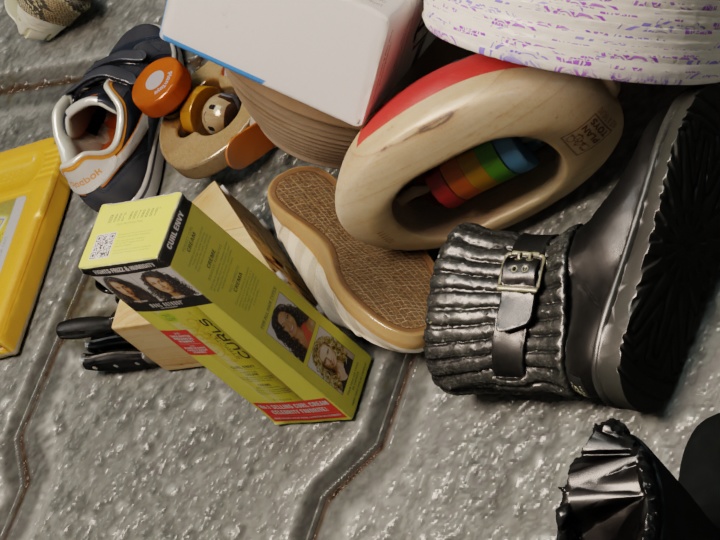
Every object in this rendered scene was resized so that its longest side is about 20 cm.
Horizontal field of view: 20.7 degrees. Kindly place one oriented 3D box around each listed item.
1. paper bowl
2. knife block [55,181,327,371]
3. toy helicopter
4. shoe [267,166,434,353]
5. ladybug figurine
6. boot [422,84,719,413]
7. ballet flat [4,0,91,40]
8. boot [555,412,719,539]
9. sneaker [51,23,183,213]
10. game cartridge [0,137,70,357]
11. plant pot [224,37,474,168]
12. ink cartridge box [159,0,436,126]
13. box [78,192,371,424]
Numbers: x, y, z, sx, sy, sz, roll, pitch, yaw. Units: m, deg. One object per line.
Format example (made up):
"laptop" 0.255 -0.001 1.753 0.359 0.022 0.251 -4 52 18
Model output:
"paper bowl" 0.141 -0.184 1.188 0.200 0.199 0.105 28 116 50
"knife block" -0.129 0.035 1.387 0.176 0.064 0.200 -45 40 7
"toy helicopter" -0.067 -0.145 1.464 0.200 0.079 0.132 -43 40 2
"shoe" 0.000 0.000 1.311 0.069 0.054 0.200 -21 40 -18
"ladybug figurine" 0.072 -0.082 1.230 0.199 0.136 0.073 -24 56 21
"boot" 0.130 -0.018 1.173 0.157 0.079 0.213 6 65 45
"ballet flat" -0.290 -0.250 1.774 0.076 0.067 0.200 -64 30 17
"boot" 0.155 0.126 0.968 0.073 0.162 0.200 -15 50 32
"sneaker" -0.193 -0.136 1.572 0.078 0.079 0.201 -25 44 28
"game cartridge" -0.322 -0.011 1.629 0.175 0.032 0.202 -13 53 36
"plant pot" -0.014 -0.136 1.359 0.202 0.199 0.093 -112 29 -47
"ink cartridge box" -0.019 -0.194 1.283 0.200 0.145 0.085 -54 -15 -53
"box" -0.082 0.027 1.239 0.075 0.200 0.051 -6 55 38
